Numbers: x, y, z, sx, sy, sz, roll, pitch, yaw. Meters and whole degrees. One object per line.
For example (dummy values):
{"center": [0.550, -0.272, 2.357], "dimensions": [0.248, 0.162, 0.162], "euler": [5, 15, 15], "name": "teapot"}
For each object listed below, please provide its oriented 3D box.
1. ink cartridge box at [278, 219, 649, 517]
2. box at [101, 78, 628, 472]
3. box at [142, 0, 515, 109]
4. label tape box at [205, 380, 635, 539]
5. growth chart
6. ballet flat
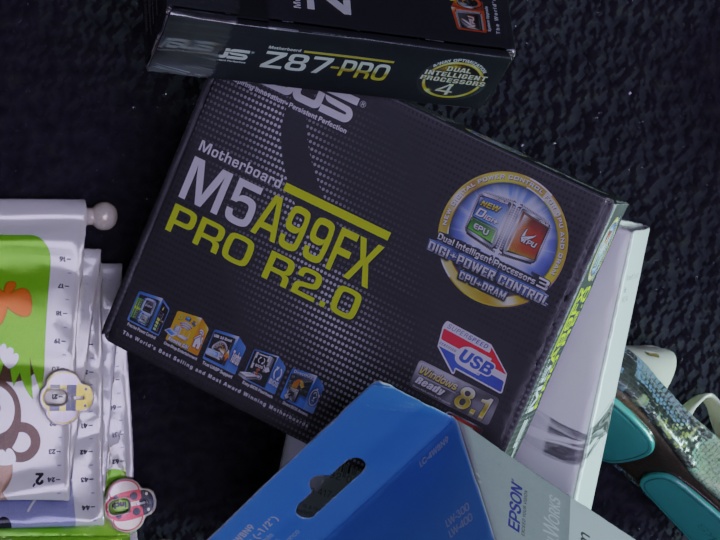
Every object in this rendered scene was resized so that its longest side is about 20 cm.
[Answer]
{"center": [0.048, 0.060, 1.048], "dimensions": [0.145, 0.086, 0.202], "euler": [13, 94, 15], "name": "ink cartridge box"}
{"center": [0.000, 0.000, 0.993], "dimensions": [0.199, 0.044, 0.161], "euler": [26, 99, 13], "name": "box"}
{"center": [-0.021, -0.174, 0.983], "dimensions": [0.160, 0.049, 0.201], "euler": [5, 59, -17], "name": "box"}
{"center": [0.043, 0.154, 0.954], "dimensions": [0.199, 0.066, 0.143], "euler": [33, 125, -18], "name": "label tape box"}
{"center": [-0.171, 0.059, 1.043], "dimensions": [0.144, 0.018, 0.202], "euler": [-10, 101, -16], "name": "growth chart"}
{"center": [0.157, 0.081, 1.140], "dimensions": [0.074, 0.074, 0.200], "euler": [-48, 112, -6], "name": "ballet flat"}
